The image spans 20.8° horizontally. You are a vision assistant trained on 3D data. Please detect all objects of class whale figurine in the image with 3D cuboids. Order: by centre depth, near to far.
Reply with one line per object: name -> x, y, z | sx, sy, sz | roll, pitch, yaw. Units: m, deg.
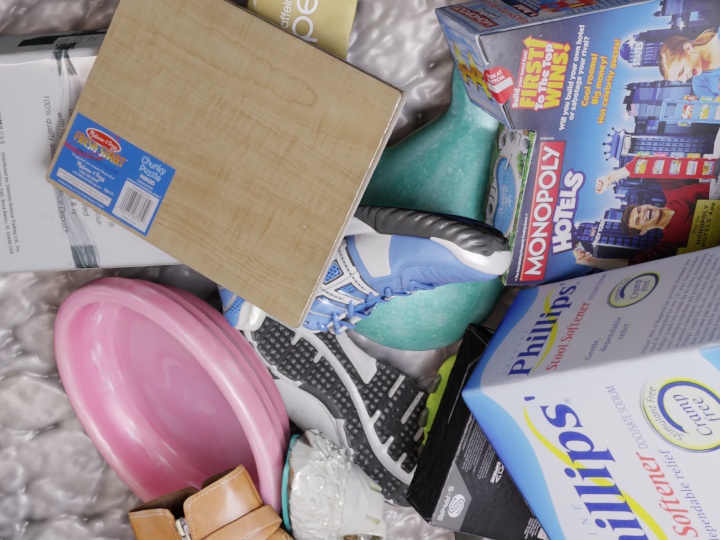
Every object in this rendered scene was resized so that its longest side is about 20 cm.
whale figurine -> 0.050, -0.039, 1.240 | 0.159, 0.104, 0.200 | 31, 111, -2

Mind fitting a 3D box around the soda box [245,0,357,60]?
soda box -> -0.039, -0.145, 1.214 | 0.067, 0.064, 0.201 | 10, 96, -2

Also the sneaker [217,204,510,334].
sneaker -> 0.000, 0.000, 1.173 | 0.199, 0.076, 0.077 | 0, 86, 32

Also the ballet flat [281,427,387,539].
ballet flat -> -0.014, 0.159, 1.294 | 0.071, 0.072, 0.200 | 0, 153, 1

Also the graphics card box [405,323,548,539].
graphics card box -> 0.140, 0.120, 1.260 | 0.199, 0.051, 0.126 | 15, 101, -24

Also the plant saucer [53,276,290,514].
plant saucer -> -0.117, 0.086, 1.292 | 0.200, 0.051, 0.201 | 30, 140, 29

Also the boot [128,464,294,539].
boot -> -0.113, 0.222, 1.258 | 0.199, 0.074, 0.155 | -29, 95, 15

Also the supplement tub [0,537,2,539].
supplement tub -> -0.328, 0.197, 1.352 | 0.145, 0.145, 0.200 | -30, 102, 16

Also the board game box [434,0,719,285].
board game box -> 0.134, -0.094, 1.183 | 0.199, 0.062, 0.201 | 1, 111, -25

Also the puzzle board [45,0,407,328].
puzzle board -> -0.083, -0.078, 1.167 | 0.200, 0.017, 0.151 | 29, 101, 24

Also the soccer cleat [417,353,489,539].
soccer cleat -> 0.092, 0.142, 1.319 | 0.065, 0.084, 0.201 | 12, 119, 49

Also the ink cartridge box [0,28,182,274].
ink cartridge box -> -0.188, -0.079, 1.272 | 0.199, 0.083, 0.147 | -2, 107, 9

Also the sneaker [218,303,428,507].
sneaker -> -0.020, 0.079, 1.318 | 0.074, 0.080, 0.200 | -48, 113, -23

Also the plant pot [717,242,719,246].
plant pot -> 0.314, 0.040, 1.201 | 0.189, 0.200, 0.201 | 1, 109, 22

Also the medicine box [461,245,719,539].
medicine box -> 0.193, 0.093, 1.130 | 0.199, 0.103, 0.183 | -14, 118, 38
